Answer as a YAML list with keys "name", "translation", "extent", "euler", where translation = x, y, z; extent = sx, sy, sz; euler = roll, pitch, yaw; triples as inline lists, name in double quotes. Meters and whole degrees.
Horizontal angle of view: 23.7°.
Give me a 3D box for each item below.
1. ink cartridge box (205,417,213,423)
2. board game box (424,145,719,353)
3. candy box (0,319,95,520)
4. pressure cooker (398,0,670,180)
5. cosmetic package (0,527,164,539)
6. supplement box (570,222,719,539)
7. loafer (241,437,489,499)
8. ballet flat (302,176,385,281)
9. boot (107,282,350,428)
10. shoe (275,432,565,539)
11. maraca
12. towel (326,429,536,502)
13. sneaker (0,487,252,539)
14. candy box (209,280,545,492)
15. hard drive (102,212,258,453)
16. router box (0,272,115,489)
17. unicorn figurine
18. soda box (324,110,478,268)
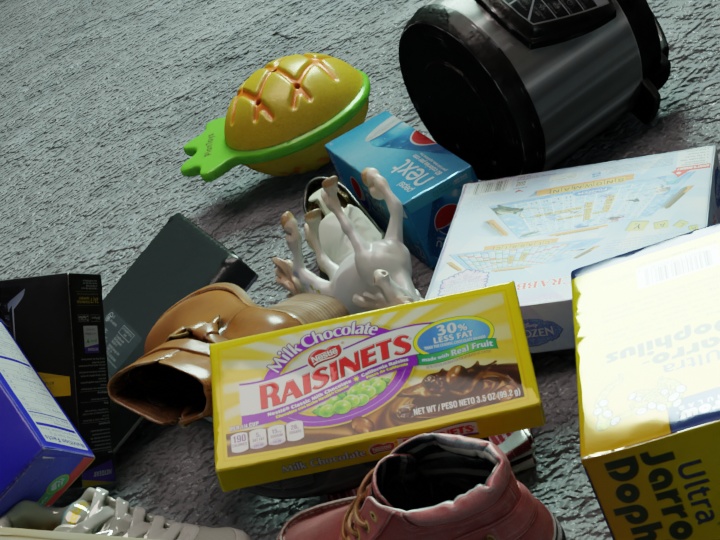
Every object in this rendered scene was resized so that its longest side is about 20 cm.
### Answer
- name: "ink cartridge box"
  translation: [-0.089, 0.076, 1.321]
  extent: [0.094, 0.037, 0.199]
  euler: [-36, 25, -21]
- name: "board game box"
  translation: [0.155, -0.013, 1.224]
  extent: [0.198, 0.041, 0.200]
  euler: [-8, 29, 20]
- name: "candy box"
  translation: [-0.308, 0.114, 1.220]
  extent: [0.169, 0.077, 0.200]
  euler: [-45, 65, 11]
- name: "pressure cooker"
  translation: [0.151, -0.188, 1.434]
  extent: [0.199, 0.177, 0.178]
  euler: [-34, 23, -20]
- name: "cosmetic package"
  translation: [-0.152, 0.219, 1.029]
  extent: [0.198, 0.104, 0.073]
  euler: [-3, 33, 38]
- name: "supplement box"
  translation: [0.188, 0.076, 0.972]
  extent: [0.109, 0.110, 0.201]
  euler: [-18, 26, 15]
- name: "loafer"
  translation: [-0.007, 0.118, 1.116]
  extent: [0.199, 0.063, 0.073]
  euler: [-12, 61, 39]
- name: "ballet flat"
  translation: [-0.015, -0.025, 1.405]
  extent: [0.068, 0.069, 0.200]
  euler: [-32, 25, -1]
- name: "boot"
  translation: [-0.119, 0.068, 1.191]
  extent: [0.199, 0.078, 0.155]
  euler: [-1, 17, 40]
- name: "shoe"
  translation: [0.017, 0.143, 1.013]
  extent: [0.198, 0.091, 0.072]
  euler: [-7, 44, 33]
- name: "maraca"
  translation: [-0.081, -0.141, 1.642]
  extent: [0.198, 0.108, 0.137]
  euler: [-21, 26, 11]
- name: "towel"
  translation: [0.037, 0.101, 1.171]
  extent: [0.143, 0.023, 0.200]
  euler: [-25, 25, 4]
- name: "sneaker"
  translation: [-0.155, 0.188, 1.117]
  extent: [0.198, 0.081, 0.077]
  euler: [-8, 29, 31]
- name: "candy box"
  translation: [0.007, 0.069, 1.045]
  extent: [0.198, 0.027, 0.103]
  euler: [-12, 45, 4]
- name: "hard drive"
  translation: [-0.178, 0.053, 1.366]
  extent: [0.200, 0.033, 0.139]
  euler: [-51, 31, -4]
- name: "router box"
  translation: [-0.287, 0.089, 1.295]
  extent: [0.198, 0.159, 0.052]
  euler: [-5, -3, 21]
- name: "unicorn figurine"
  translation: [0.000, 0.000, 1.275]
  extent: [0.073, 0.139, 0.200]
  euler: [-17, -13, -20]
- name: "soda box"
  translation: [0.040, -0.073, 1.450]
  extent: [0.067, 0.065, 0.200]
  euler: [-30, 26, -9]
